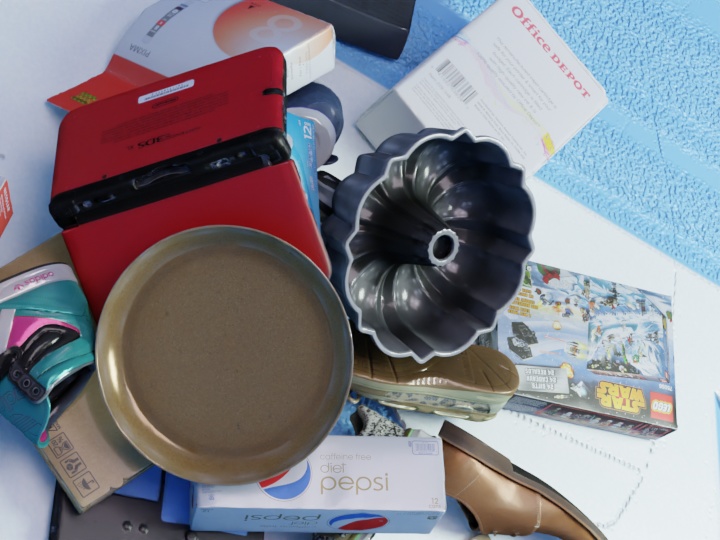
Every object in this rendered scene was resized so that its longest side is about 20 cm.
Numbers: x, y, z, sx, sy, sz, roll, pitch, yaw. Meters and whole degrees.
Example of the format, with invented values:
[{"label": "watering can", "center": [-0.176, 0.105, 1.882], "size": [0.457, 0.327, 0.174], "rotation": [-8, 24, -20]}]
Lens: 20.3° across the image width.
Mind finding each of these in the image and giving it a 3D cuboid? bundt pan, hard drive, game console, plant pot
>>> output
[{"label": "bundt pan", "center": [0.049, -0.030, 1.690], "size": [0.201, 0.076, 0.203], "rotation": [-13, 114, -31]}, {"label": "hard drive", "center": [-0.032, -0.293, 1.879], "size": [0.199, 0.042, 0.135], "rotation": [23, 60, -20]}, {"label": "game console", "center": [-0.132, -0.060, 1.590], "size": [0.173, 0.199, 0.119], "rotation": [-92, 160, -44]}, {"label": "game console", "center": [-0.157, 0.149, 1.631], "size": [0.176, 0.031, 0.201], "rotation": [16, 62, -24]}, {"label": "plant pot", "center": [-0.103, 0.064, 1.539], "size": [0.199, 0.027, 0.201], "rotation": [0, 95, 4]}]

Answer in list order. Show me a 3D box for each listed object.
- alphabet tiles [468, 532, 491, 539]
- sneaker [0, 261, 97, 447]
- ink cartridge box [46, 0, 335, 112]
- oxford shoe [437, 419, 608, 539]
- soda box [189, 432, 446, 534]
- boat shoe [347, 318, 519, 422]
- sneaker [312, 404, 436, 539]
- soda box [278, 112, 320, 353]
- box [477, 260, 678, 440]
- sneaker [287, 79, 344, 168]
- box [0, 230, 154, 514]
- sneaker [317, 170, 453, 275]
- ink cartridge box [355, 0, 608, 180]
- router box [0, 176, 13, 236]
[{"label": "alphabet tiles", "center": [0.099, 0.325, 1.719], "size": [0.199, 0.006, 0.167], "rotation": [-25, 83, -35]}, {"label": "sneaker", "center": [-0.284, 0.088, 1.531], "size": [0.199, 0.084, 0.121], "rotation": [-27, 71, -16]}, {"label": "ink cartridge box", "center": [-0.145, -0.178, 1.707], "size": [0.162, 0.050, 0.200], "rotation": [26, 41, 35]}, {"label": "oxford shoe", "center": [0.133, 0.207, 1.760], "size": [0.200, 0.071, 0.071], "rotation": [32, 87, -22]}, {"label": "soda box", "center": [-0.035, 0.170, 1.600], "size": [0.199, 0.068, 0.064], "rotation": [3, 66, -9]}, {"label": "boat shoe", "center": [0.037, 0.094, 1.735], "size": [0.199, 0.063, 0.074], "rotation": [13, 43, -13]}, {"label": "sneaker", "center": [-0.020, 0.189, 1.678], "size": [0.088, 0.077, 0.200], "rotation": [37, 50, 3]}, {"label": "soda box", "center": [-0.075, -0.025, 1.615], "size": [0.064, 0.068, 0.201], "rotation": [13, 70, -57]}, {"label": "box", "center": [0.201, 0.072, 1.862], "size": [0.199, 0.040, 0.138], "rotation": [14, 63, -25]}, {"label": "sneaker", "center": [-0.113, -0.122, 1.753], "size": [0.199, 0.147, 0.081], "rotation": [-8, 111, 4]}, {"label": "box", "center": [-0.210, 0.067, 1.602], "size": [0.163, 0.021, 0.200], "rotation": [-33, 82, -19]}, {"label": "sneaker", "center": [0.000, 0.000, 1.771], "size": [0.200, 0.076, 0.116], "rotation": [30, 97, -41]}, {"label": "ink cartridge box", "center": [0.115, -0.148, 1.878], "size": [0.148, 0.086, 0.200], "rotation": [50, 53, -2]}, {"label": "router box", "center": [-0.389, -0.017, 1.505], "size": [0.199, 0.049, 0.180], "rotation": [17, 58, 9]}]
